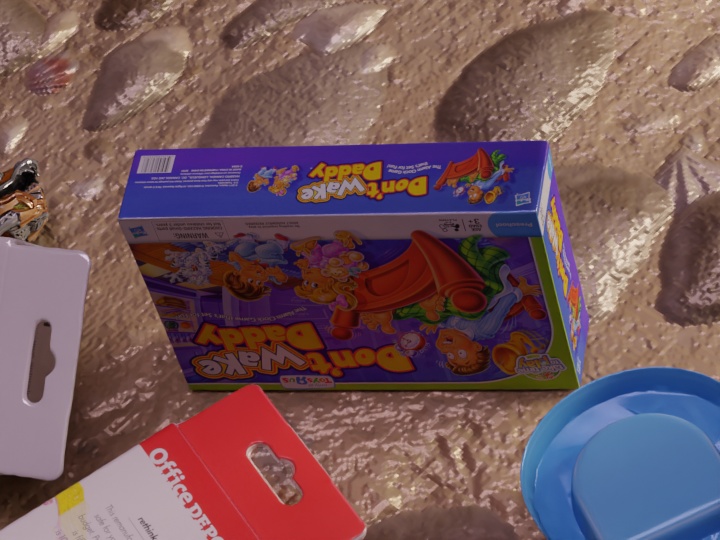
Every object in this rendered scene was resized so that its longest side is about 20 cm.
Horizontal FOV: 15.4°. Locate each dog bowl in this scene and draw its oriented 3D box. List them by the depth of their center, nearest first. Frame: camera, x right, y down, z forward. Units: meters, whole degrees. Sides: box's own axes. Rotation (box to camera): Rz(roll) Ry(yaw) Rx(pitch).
[{"bbox_3d":[0.147,0.132,1.179,0.111,0.050,0.200,-24,50,-5],"label":"dog bowl"}]

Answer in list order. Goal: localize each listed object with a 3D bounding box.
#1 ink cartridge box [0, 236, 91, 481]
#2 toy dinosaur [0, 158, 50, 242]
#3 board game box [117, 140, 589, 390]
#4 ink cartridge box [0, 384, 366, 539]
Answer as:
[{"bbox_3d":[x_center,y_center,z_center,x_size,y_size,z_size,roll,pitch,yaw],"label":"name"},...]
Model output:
[{"bbox_3d":[-0.216,0.038,1.316,0.200,0.068,0.116,7,87,21],"label":"ink cartridge box"},{"bbox_3d":[-0.269,-0.035,1.412,0.200,0.102,0.136,-5,64,-16],"label":"toy dinosaur"},{"bbox_3d":[0.000,0.000,1.273,0.200,0.135,0.045,-1,51,15],"label":"board game box"},{"bbox_3d":[-0.100,0.152,1.218,0.200,0.067,0.116,-31,50,-11],"label":"ink cartridge box"}]
